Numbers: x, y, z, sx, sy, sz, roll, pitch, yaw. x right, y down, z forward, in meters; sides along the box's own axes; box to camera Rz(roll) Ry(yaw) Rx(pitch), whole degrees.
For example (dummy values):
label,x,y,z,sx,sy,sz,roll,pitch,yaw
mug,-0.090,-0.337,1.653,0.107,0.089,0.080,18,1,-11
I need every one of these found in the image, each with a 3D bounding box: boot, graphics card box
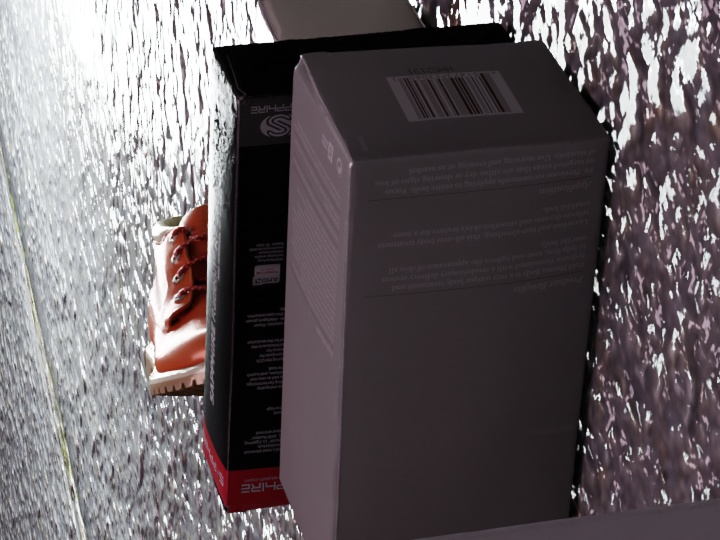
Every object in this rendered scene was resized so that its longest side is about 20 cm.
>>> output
label,x,y,z,sx,sy,sz,roll,pitch,yaw
boot,-0.089,0.018,1.578,0.200,0.075,0.108,-158,67,-74
graphics card box,0.000,0.000,1.125,0.051,0.125,0.201,-116,24,-53

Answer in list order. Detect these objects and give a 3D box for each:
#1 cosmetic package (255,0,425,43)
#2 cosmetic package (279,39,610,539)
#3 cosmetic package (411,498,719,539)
label,x,y,z,sx,sy,sz,roll,pitch,yaw
cosmetic package,-0.007,-0.016,1.245,0.105,0.071,0.201,-114,23,-51
cosmetic package,0.029,0.020,1.066,0.090,0.106,0.201,-117,27,-52
cosmetic package,0.064,0.125,0.788,0.071,0.199,0.102,135,128,-71
